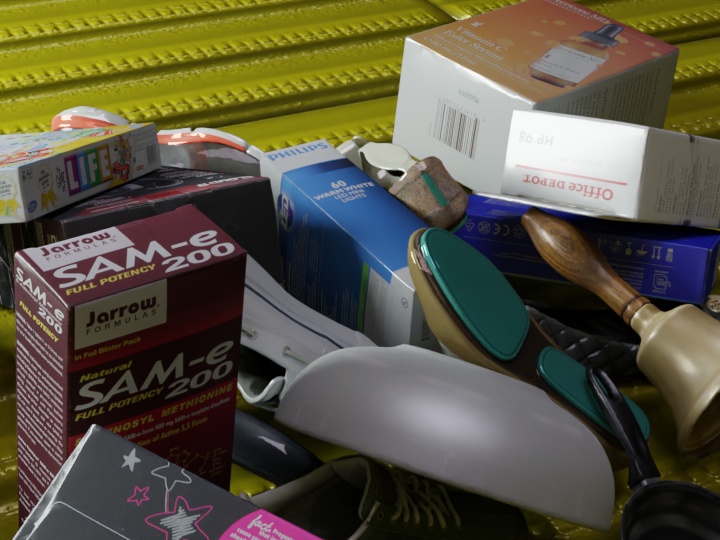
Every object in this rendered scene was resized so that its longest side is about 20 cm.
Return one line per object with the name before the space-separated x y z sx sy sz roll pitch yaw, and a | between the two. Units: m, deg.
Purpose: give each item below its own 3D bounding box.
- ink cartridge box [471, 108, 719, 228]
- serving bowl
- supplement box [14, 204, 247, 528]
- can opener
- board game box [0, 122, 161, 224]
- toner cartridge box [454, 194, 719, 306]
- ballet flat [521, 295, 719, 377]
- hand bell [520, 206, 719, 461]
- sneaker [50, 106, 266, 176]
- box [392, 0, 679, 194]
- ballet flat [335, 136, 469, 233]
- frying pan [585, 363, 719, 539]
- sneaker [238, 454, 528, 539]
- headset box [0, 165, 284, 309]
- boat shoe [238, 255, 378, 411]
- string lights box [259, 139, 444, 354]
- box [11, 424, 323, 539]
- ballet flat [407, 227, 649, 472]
ink cartridge box | 0.184 -0.073 1.084 0.116 0.067 0.200 13 7 39
serving bowl | 0.054 0.086 0.853 0.200 0.066 0.200 19 -4 1
supplement box | -0.125 0.073 0.815 0.109 0.200 0.061 -19 40 -34
can opener | -0.105 0.092 0.937 0.200 0.079 0.063 21 -4 17
board game box | -0.233 -0.063 0.987 0.134 0.034 0.200 -3 12 17
toner cartridge box | 0.162 -0.018 1.115 0.200 0.043 0.095 9 11 18
ballet flat | 0.191 0.041 1.059 0.200 0.057 0.066 -7 31 -21
hand bell | 0.180 0.022 1.005 0.104 0.104 0.200 -22 54 -37
sneaker | -0.156 -0.065 1.176 0.200 0.077 0.082 11 59 9
box | 0.153 -0.151 1.313 0.200 0.106 0.152 -24 43 -39
ballet flat | 0.013 -0.067 1.117 0.068 0.067 0.200 -41 22 -20
frying pan | 0.169 0.146 0.865 0.190 0.031 0.115 43 41 17
sneaker | 0.011 0.142 0.834 0.200 0.090 0.067 -10 34 -25
headset box | -0.156 -0.019 1.009 0.149 0.077 0.200 -15 15 -31
boat shoe | -0.053 0.055 0.929 0.200 0.074 0.067 37 57 -26
string lights box | 0.000 0.000 1.047 0.059 0.103 0.200 -16 39 -28
box | -0.065 0.184 0.695 0.200 0.115 0.132 22 66 25
ballet flat | 0.091 0.059 0.935 0.200 0.063 0.069 44 40 -3
